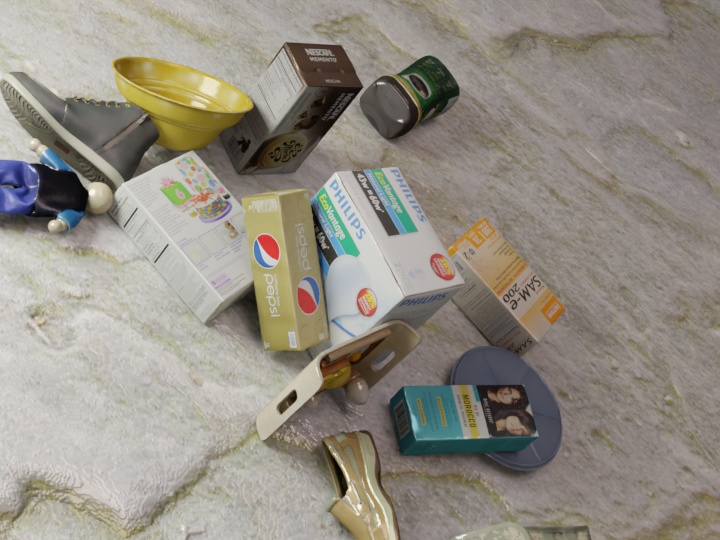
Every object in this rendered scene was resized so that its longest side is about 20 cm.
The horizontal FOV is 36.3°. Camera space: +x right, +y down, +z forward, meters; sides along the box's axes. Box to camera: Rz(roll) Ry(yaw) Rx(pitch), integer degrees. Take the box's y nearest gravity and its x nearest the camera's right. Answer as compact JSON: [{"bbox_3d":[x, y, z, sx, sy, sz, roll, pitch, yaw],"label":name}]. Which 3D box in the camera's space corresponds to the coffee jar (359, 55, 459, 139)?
[{"bbox_3d":[0.084,-0.298,1.894,0.105,0.085,0.200,52,39,3],"label":"coffee jar"}]

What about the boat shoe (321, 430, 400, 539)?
[{"bbox_3d":[-0.007,0.290,1.339,0.075,0.072,0.201,0,48,-23],"label":"boat shoe"}]

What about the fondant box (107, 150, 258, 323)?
[{"bbox_3d":[-0.213,-0.047,1.444,0.200,0.058,0.144,50,40,4],"label":"fondant box"}]

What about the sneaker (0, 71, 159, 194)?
[{"bbox_3d":[-0.360,-0.201,1.412,0.200,0.075,0.107,43,61,-18],"label":"sneaker"}]

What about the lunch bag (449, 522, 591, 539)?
[{"bbox_3d":[0.210,0.411,1.378,0.198,0.118,0.165,8,52,-29],"label":"lunch bag"}]

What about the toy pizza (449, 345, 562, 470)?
[{"bbox_3d":[0.211,0.204,1.615,0.198,0.032,0.202,19,49,-23],"label":"toy pizza"}]

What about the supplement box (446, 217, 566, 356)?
[{"bbox_3d":[0.217,0.030,1.739,0.200,0.074,0.126,48,40,2],"label":"supplement box"}]

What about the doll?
[{"bbox_3d":[-0.394,-0.102,1.338,0.198,0.048,0.138,6,54,-37],"label":"doll"}]

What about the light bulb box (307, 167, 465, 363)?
[{"bbox_3d":[0.000,0.000,1.476,0.124,0.200,0.200,-9,63,-45],"label":"light bulb box"}]

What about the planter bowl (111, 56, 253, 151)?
[{"bbox_3d":[-0.253,-0.218,1.509,0.198,0.084,0.201,17,20,-7],"label":"planter bowl"}]

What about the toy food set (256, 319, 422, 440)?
[{"bbox_3d":[-0.025,0.142,1.378,0.199,0.144,0.061,-21,71,-48],"label":"toy food set"}]

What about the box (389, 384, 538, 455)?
[{"bbox_3d":[0.143,0.204,1.513,0.198,0.049,0.083,2,59,-26],"label":"box"}]

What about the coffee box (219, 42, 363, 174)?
[{"bbox_3d":[-0.101,-0.231,1.584,0.112,0.200,0.080,-7,61,-44],"label":"coffee box"}]

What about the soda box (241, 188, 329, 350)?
[{"bbox_3d":[-0.096,-0.001,1.421,0.067,0.063,0.203,-18,103,-54],"label":"soda box"}]
